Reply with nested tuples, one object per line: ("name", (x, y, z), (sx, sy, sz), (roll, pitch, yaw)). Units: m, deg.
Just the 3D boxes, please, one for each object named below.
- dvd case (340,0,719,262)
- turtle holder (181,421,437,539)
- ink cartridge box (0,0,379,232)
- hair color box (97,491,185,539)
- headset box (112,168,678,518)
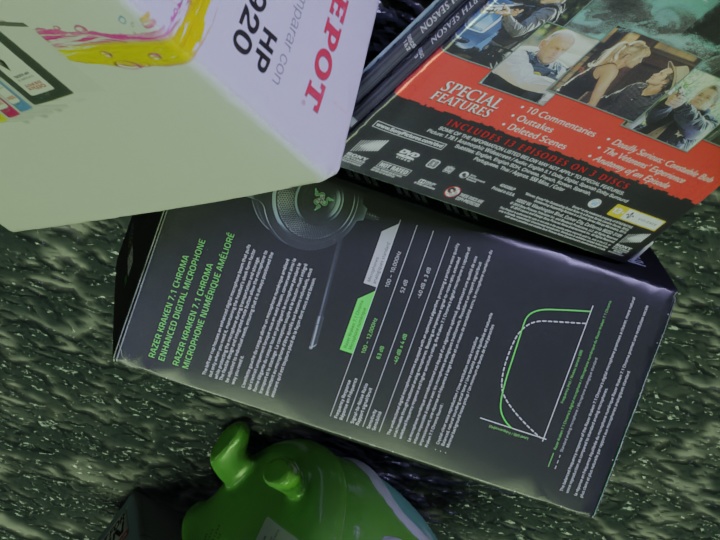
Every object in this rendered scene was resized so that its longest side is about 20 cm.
("dvd case", (0.100, -0.081, 0.957), (0.146, 0.022, 0.200), (17, 136, -37))
("turtle holder", (-0.031, 0.167, 1.502), (0.131, 0.141, 0.185), (25, 150, -24))
("ink cartridge box", (-0.102, -0.129, 0.943), (0.144, 0.148, 0.200), (-7, 147, 36))
("hair color box", (-0.086, 0.213, 1.563), (0.099, 0.200, 0.061), (27, 114, -24))
("headset box", (0.000, 0.000, 1.121), (0.199, 0.093, 0.174), (18, -170, -7))
